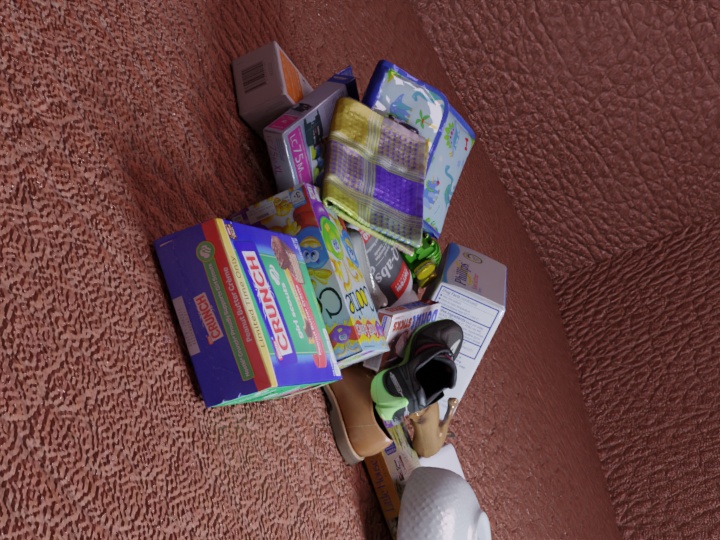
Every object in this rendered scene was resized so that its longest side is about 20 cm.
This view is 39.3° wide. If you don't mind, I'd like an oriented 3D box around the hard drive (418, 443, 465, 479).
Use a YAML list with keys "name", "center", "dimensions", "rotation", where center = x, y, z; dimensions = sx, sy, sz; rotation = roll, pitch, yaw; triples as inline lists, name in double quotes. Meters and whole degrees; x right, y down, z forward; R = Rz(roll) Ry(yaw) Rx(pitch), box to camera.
- name: "hard drive"
  center: [0.123, 0.330, 1.477]
  dimensions: [0.132, 0.025, 0.200]
  rotation: [71, 16, 9]

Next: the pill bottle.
- name: "pill bottle"
  center: [0.000, 0.000, 1.345]
  dimensions: [0.200, 0.116, 0.116]
  rotation: [57, 19, -33]

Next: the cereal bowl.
- name: "cereal bowl"
  center: [0.109, 0.337, 1.215]
  dimensions: [0.200, 0.083, 0.200]
  rotation: [-3, 90, -72]

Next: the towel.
- name: "towel"
  center: [0.021, -0.121, 1.224]
  dimensions: [0.143, 0.023, 0.200]
  rotation: [28, 44, -20]

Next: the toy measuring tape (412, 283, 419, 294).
- name: "toy measuring tape"
  center: [0.049, 0.045, 1.482]
  dimensions: [0.074, 0.073, 0.200]
  rotation: [53, 45, -43]

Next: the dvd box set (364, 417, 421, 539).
- name: "dvd box set"
  center: [0.044, 0.250, 1.309]
  dimensions: [0.200, 0.029, 0.146]
  rotation: [69, 16, 7]

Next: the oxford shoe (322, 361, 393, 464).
- name: "oxford shoe"
  center: [-0.011, 0.128, 1.225]
  dimensions: [0.071, 0.071, 0.200]
  rotation: [12, 55, -69]

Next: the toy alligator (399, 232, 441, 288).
- name: "toy alligator"
  center: [0.082, -0.028, 1.374]
  dimensions: [0.059, 0.054, 0.200]
  rotation: [53, -4, 20]

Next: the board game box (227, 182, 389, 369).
- name: "board game box"
  center: [-0.058, 0.016, 1.155]
  dimensions: [0.200, 0.103, 0.105]
  rotation: [71, 16, 9]

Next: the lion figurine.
- name: "lion figurine"
  center: [0.083, 0.191, 1.338]
  dimensions: [0.200, 0.072, 0.123]
  rotation: [64, 31, -31]

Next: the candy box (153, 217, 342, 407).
- name: "candy box"
  center: [-0.106, 0.044, 1.008]
  dimensions: [0.200, 0.077, 0.169]
  rotation: [9, 61, -71]

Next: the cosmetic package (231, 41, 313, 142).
- name: "cosmetic package"
  center: [-0.094, -0.211, 1.398]
  dimensions: [0.200, 0.071, 0.102]
  rotation: [46, 26, -54]

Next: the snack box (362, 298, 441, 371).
- name: "snack box"
  center: [0.055, 0.078, 1.275]
  dimensions: [0.200, 0.024, 0.072]
  rotation: [-7, 112, -69]

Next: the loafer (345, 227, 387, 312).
- name: "loafer"
  center: [-0.003, 0.034, 1.263]
  dimensions: [0.070, 0.070, 0.200]
  rotation: [28, -48, 44]

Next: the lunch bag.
- name: "lunch bag"
  center: [0.052, -0.161, 1.365]
  dimensions: [0.200, 0.127, 0.170]
  rotation: [38, 68, -46]

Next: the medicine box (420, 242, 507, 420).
- name: "medicine box"
  center: [0.131, 0.087, 1.492]
  dimensions: [0.103, 0.200, 0.182]
  rotation: [24, 22, 0]

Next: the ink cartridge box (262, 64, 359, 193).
- name: "ink cartridge box"
  center: [-0.047, -0.179, 1.344]
  dimensions: [0.200, 0.042, 0.119]
  rotation: [-48, 138, -41]

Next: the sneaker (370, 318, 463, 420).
- name: "sneaker"
  center: [0.087, 0.121, 1.217]
  dimensions: [0.200, 0.084, 0.077]
  rotation: [-45, 121, -53]
